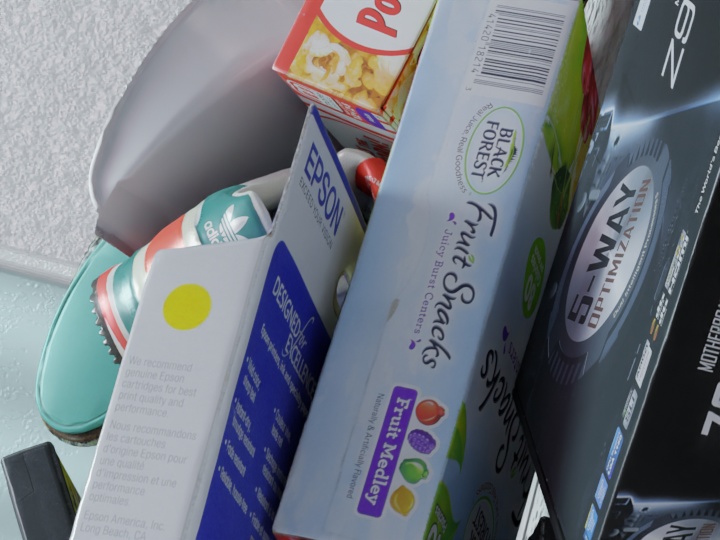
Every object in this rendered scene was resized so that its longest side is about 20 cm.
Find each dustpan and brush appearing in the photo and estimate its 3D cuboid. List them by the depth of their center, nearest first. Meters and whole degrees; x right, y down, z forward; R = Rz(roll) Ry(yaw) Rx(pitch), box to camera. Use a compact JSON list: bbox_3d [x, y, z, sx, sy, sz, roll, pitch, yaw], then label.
[{"bbox_3d":[-0.027,-0.088,0.799,0.200,0.057,0.140,-51,-26,-1],"label":"dustpan and brush"}]

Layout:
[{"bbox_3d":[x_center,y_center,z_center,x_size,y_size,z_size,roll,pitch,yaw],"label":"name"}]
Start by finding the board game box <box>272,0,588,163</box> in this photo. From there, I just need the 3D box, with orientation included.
[{"bbox_3d":[0.052,-0.129,0.791,0.200,0.046,0.152,-64,-21,-8],"label":"board game box"}]

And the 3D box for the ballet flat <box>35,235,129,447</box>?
[{"bbox_3d":[-0.067,-0.015,0.887,0.200,0.074,0.074,-61,7,3],"label":"ballet flat"}]

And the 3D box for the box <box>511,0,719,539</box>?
[{"bbox_3d":[0.098,-0.024,0.582,0.160,0.043,0.200,-96,22,-73],"label":"box"}]

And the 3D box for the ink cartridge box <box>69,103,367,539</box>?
[{"bbox_3d":[-0.037,0.078,0.677,0.198,0.047,0.200,67,-147,-62],"label":"ink cartridge box"}]

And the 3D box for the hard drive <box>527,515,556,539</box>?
[{"bbox_3d":[0.038,0.189,0.649,0.140,0.038,0.200,-82,10,-46],"label":"hard drive"}]

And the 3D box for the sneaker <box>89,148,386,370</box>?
[{"bbox_3d":[0.000,0.000,0.773,0.093,0.200,0.070,-39,68,34],"label":"sneaker"}]

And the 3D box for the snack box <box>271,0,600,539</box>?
[{"bbox_3d":[0.035,0.023,0.719,0.142,0.053,0.200,65,-140,-62],"label":"snack box"}]

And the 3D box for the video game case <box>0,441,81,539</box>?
[{"bbox_3d":[-0.104,0.197,0.934,0.181,0.025,0.200,82,168,-63],"label":"video game case"}]
